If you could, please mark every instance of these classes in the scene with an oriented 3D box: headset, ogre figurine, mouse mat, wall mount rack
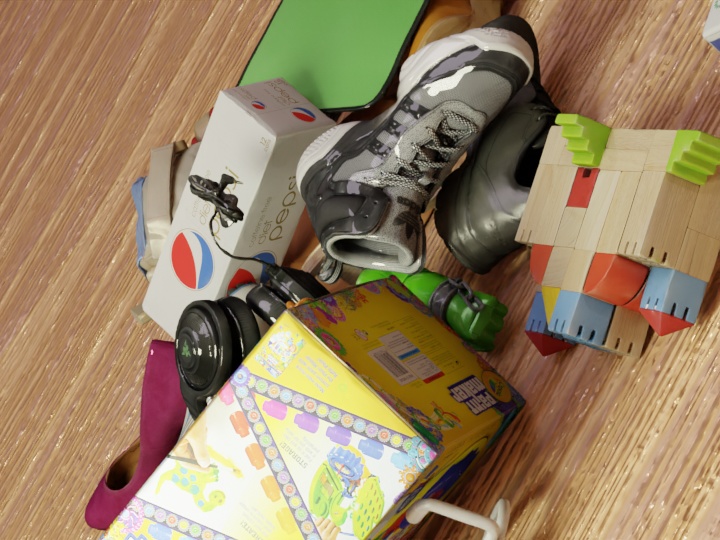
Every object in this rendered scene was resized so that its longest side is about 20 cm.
[{"bbox_3d":[-0.078,0.031,1.753,0.123,0.201,0.094,-26,38,-20],"label":"headset"},{"bbox_3d":[0.002,0.071,1.683,0.120,0.098,0.201,53,127,47],"label":"ogre figurine"},{"bbox_3d":[-0.009,-0.192,1.889,0.160,0.008,0.201,-1,54,43],"label":"mouse mat"},{"bbox_3d":[0.026,0.225,1.473,0.174,0.074,0.201,111,176,-56],"label":"wall mount rack"}]

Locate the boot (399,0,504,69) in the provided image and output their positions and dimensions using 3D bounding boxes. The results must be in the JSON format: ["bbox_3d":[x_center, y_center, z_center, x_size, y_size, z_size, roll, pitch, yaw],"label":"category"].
[{"bbox_3d":[0.052,-0.163,1.894,0.144,0.071,0.202,-20,36,53],"label":"boot"}]

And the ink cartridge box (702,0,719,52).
[{"bbox_3d":[0.306,-0.236,1.526,0.196,0.043,0.201,-23,38,53],"label":"ink cartridge box"}]

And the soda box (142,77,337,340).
[{"bbox_3d":[-0.090,-0.038,1.854,0.064,0.068,0.201,40,125,27],"label":"soda box"}]

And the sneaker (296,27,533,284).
[{"bbox_3d":[0.039,-0.066,1.650,0.200,0.075,0.114,-36,41,32],"label":"sneaker"}]

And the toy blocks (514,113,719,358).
[{"bbox_3d":[0.150,-0.012,1.514,0.200,0.099,0.137,8,80,65],"label":"toy blocks"}]

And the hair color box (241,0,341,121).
[{"bbox_3d":[-0.030,-0.168,1.983,0.201,0.060,0.099,-59,-10,-21],"label":"hair color box"}]

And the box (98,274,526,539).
[{"bbox_3d":[-0.027,0.121,1.523,0.193,0.122,0.200,-50,-10,17],"label":"box"}]

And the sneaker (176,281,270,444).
[{"bbox_3d":[-0.094,0.108,1.837,0.072,0.072,0.201,11,80,41],"label":"sneaker"}]

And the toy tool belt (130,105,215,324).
[{"bbox_3d":[-0.143,-0.044,2.059,0.123,0.125,0.200,-39,28,19],"label":"toy tool belt"}]

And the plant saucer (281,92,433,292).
[{"bbox_3d":[-0.006,-0.053,1.908,0.200,0.037,0.201,-43,28,30],"label":"plant saucer"}]

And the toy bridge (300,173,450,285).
[{"bbox_3d":[0.000,0.000,1.795,0.200,0.067,0.027,-47,26,24],"label":"toy bridge"}]

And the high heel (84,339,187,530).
[{"bbox_3d":[-0.174,0.123,1.943,0.200,0.096,0.068,-44,27,28],"label":"high heel"}]

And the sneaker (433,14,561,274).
[{"bbox_3d":[0.109,-0.092,1.710,0.091,0.076,0.201,-24,47,38],"label":"sneaker"}]
